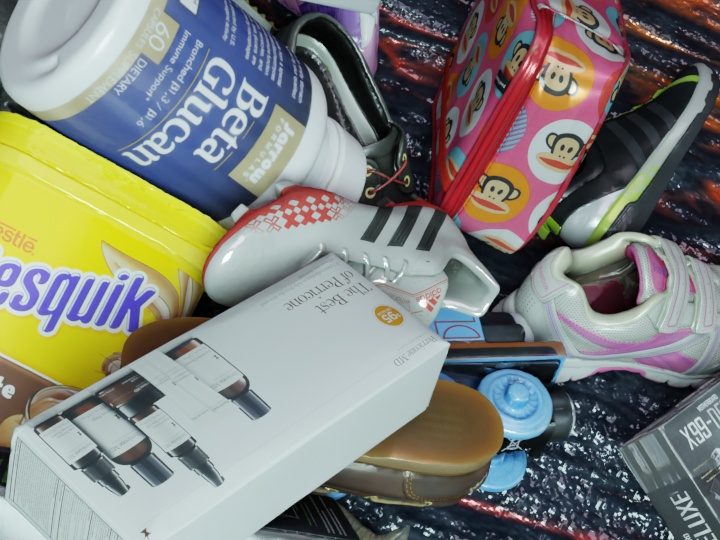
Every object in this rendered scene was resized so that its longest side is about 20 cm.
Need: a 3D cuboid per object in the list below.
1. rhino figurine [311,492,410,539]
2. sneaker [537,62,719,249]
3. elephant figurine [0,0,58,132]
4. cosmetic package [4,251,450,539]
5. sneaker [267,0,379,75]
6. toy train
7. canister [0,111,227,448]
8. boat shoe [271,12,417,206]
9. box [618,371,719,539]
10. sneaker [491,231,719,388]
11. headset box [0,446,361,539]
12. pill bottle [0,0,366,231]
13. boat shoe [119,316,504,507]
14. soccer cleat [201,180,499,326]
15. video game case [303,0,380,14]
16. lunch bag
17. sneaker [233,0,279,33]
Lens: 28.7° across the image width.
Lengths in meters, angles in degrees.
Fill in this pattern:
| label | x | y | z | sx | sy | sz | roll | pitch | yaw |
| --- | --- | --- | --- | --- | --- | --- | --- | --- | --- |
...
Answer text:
| label | x | y | z | sx | sy | sz | roll | pitch | yaw |
| --- | --- | --- | --- | --- | --- | --- | --- | --- | --- |
| rhino figurine | -0.047 | 0.154 | 0.766 | 0.198 | 0.060 | 0.088 | 17 | 50 | -7 |
| sneaker | 0.183 | -0.089 | 0.980 | 0.082 | 0.072 | 0.200 | 31 | 55 | 8 |
| elephant figurine | -0.171 | -0.116 | 0.854 | 0.198 | 0.156 | 0.142 | -16 | 52 | -9 |
| cosmetic package | -0.053 | 0.065 | 0.630 | 0.082 | 0.051 | 0.199 | 38 | 43 | 21 |
| sneaker | -0.041 | -0.211 | 1.001 | 0.088 | 0.081 | 0.201 | -10 | 55 | -13 |
| toy train | 0.026 | 0.067 | 0.828 | 0.198 | 0.087 | 0.115 | -1 | 52 | -14 |
| canister | -0.174 | 0.041 | 0.742 | 0.148 | 0.086 | 0.202 | 28 | 76 | -14 |
| boat shoe | -0.004 | -0.064 | 0.888 | 0.073 | 0.063 | 0.203 | -26 | 90 | -36 |
| box | 0.275 | 0.121 | 0.858 | 0.199 | 0.050 | 0.158 | -31 | 83 | -30 |
| sneaker | 0.187 | 0.023 | 0.897 | 0.198 | 0.088 | 0.082 | -4 | 59 | -18 |
| headset box | -0.115 | 0.185 | 0.655 | 0.198 | 0.093 | 0.176 | 10 | 92 | -11 |
| pill bottle | -0.088 | -0.090 | 0.772 | 0.200 | 0.110 | 0.112 | 36 | 43 | -40 |
| boat shoe | -0.029 | 0.082 | 0.720 | 0.198 | 0.071 | 0.071 | 17 | 53 | -7 |
| soccer cleat | 0.000 | 0.000 | 0.761 | 0.085 | 0.069 | 0.199 | 44 | 28 | 28 |
| video game case | -0.108 | -0.212 | 0.884 | 0.181 | 0.024 | 0.199 | 31 | 18 | 28 |
| lunch bag | 0.099 | -0.109 | 0.913 | 0.081 | 0.177 | 0.201 | 21 | 33 | -10 |
| sneaker | -0.124 | -0.155 | 0.938 | 0.199 | 0.075 | 0.090 | 38 | 50 | 12 |
